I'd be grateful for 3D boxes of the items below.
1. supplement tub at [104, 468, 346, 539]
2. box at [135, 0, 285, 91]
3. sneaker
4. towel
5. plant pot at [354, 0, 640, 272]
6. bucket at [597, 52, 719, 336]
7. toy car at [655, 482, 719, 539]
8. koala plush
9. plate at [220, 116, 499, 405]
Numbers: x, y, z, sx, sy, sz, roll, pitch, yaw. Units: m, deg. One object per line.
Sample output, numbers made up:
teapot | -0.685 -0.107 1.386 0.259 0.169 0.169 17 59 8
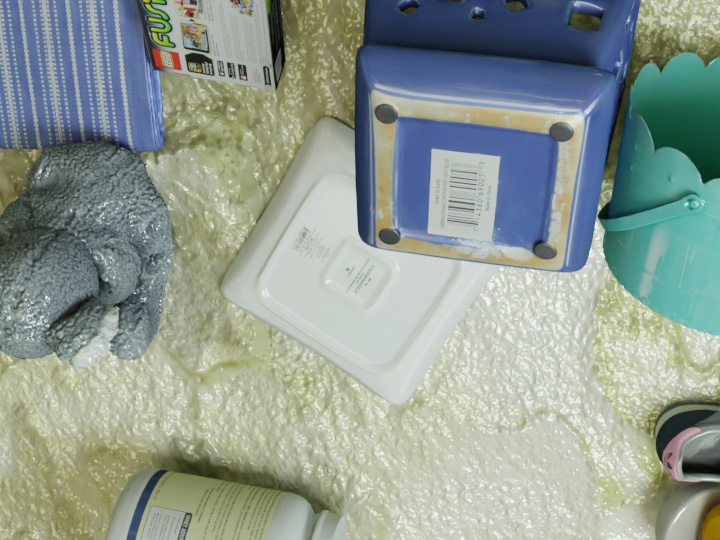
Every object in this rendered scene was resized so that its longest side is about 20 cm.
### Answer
supplement tub | -0.122 0.267 1.132 0.199 0.145 0.146 9 112 8
box | -0.118 -0.220 0.945 0.110 0.035 0.200 11 151 6
sneaker | 0.348 0.147 1.029 0.199 0.082 0.070 -9 108 14
towel | -0.266 -0.174 1.065 0.199 0.024 0.145 3 113 12
plant pot | 0.091 -0.115 0.896 0.199 0.180 0.201 7 135 8
bucket | 0.276 -0.056 0.903 0.206 0.207 0.135 13 126 6
toy car | 0.341 0.282 1.059 0.149 0.175 0.201 -3 115 -27
koala plush | -0.254 0.001 1.021 0.177 0.200 0.184 26 119 1
plate | 0.000 0.000 1.070 0.200 0.032 0.200 32 114 -2
